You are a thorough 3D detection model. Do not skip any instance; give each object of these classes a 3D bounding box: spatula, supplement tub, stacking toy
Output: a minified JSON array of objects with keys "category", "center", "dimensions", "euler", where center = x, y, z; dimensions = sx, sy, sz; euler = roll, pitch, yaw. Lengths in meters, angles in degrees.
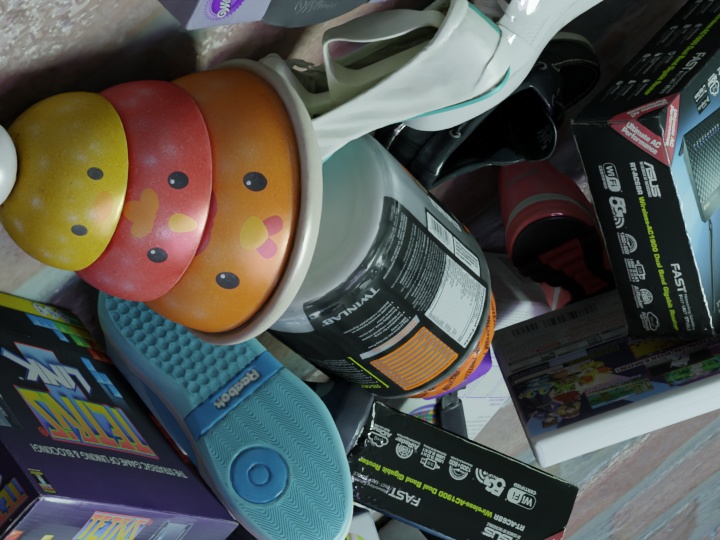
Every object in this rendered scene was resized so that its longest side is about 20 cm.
[{"category":"spatula","center":[0.063,0.088,1.622],"dimensions":[0.056,0.021,0.200],"euler":[-24,154,-9]},{"category":"supplement tub","center":[0.000,0.000,1.382],"dimensions":[0.122,0.123,0.200],"euler":[-44,149,3]},{"category":"stacking toy","center":[-0.131,-0.039,1.176],"dimensions":[0.199,0.146,0.147],"euler":[4,131,-37]}]

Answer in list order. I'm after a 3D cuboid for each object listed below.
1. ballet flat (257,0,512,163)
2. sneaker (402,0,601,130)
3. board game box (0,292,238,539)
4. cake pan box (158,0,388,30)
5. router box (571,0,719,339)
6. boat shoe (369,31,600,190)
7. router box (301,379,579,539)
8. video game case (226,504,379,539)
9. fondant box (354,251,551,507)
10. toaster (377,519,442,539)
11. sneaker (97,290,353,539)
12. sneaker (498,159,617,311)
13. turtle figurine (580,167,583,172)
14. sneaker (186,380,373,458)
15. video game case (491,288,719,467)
[{"category":"ballet flat","center":[-0.018,-0.097,1.267],"dimensions":[0.199,0.070,0.069],"euler":[-22,161,18]},{"category":"sneaker","center":[0.086,-0.172,1.326],"dimensions":[0.200,0.074,0.116],"euler":[-43,156,-24]},{"category":"board game box","center":[-0.171,0.082,1.231],"dimensions":[0.057,0.165,0.200],"euler":[-47,156,11]},{"category":"cake pan box","center":[-0.001,-0.209,1.155],"dimensions":[0.184,0.052,0.201],"euler":[-12,142,-45]},{"category":"router box","center":[0.217,-0.069,1.509],"dimensions":[0.200,0.062,0.151],"euler":[-45,125,-47]},{"category":"boat shoe","center":[0.089,-0.092,1.453],"dimensions":[0.199,0.066,0.075],"euler":[-15,142,-46]},{"category":"router box","center":[0.030,0.128,1.514],"dimensions":[0.062,0.149,0.200],"euler":[-67,-164,-6]},{"category":"video game case","center":[-0.088,0.197,1.521],"dimensions":[0.180,0.046,0.200],"euler":[-19,-178,-11]},{"category":"fondant box","center":[0.049,0.078,1.680],"dimensions":[0.200,0.058,0.144],"euler":[-52,154,18]},{"category":"toaster","center":[0.067,0.266,1.935],"dimensions":[0.181,0.119,0.200],"euler":[-38,155,-7]},{"category":"sneaker","center":[-0.077,0.091,1.358],"dimensions":[0.079,0.200,0.131],"euler":[-31,165,-18]},{"category":"sneaker","center":[0.143,-0.022,1.610],"dimensions":[0.073,0.087,0.200],"euler":[-23,148,10]},{"category":"turtle figurine","center":[0.221,-0.060,1.676],"dimensions":[0.199,0.101,0.150],"euler":[-30,153,-38]},{"category":"sneaker","center":[-0.062,0.093,1.428],"dimensions":[0.070,0.082,0.200],"euler":[-61,-165,-25]},{"category":"video game case","center":[0.190,0.050,1.512],"dimensions":[0.199,0.182,0.023],"euler":[-18,111,1]}]
